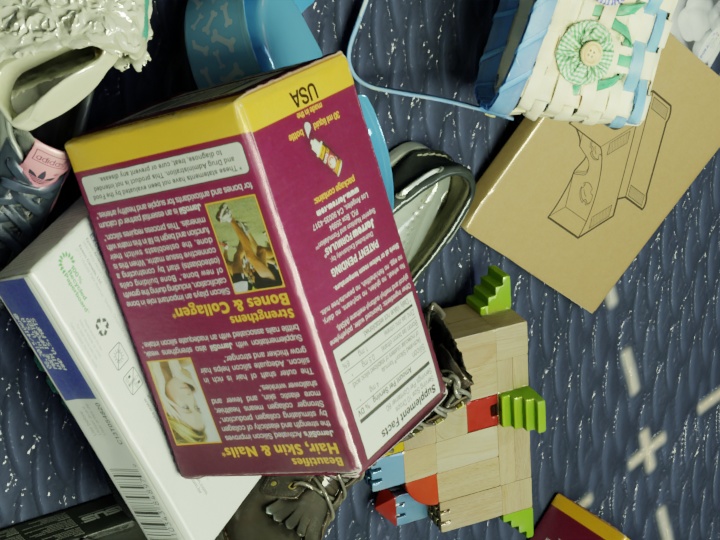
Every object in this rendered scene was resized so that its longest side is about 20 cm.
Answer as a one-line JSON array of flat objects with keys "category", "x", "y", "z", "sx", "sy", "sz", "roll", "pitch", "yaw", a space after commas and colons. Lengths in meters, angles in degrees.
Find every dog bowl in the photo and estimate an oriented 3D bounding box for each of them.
[{"category": "dog bowl", "x": -0.042, "y": -0.098, "z": 0.858, "sx": 0.201, "sy": 0.049, "sz": 0.112, "roll": 59, "pitch": 29, "yaw": -34}]

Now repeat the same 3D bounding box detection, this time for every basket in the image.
[{"category": "basket", "x": 0.104, "y": -0.185, "z": 0.913, "sx": 0.198, "sy": 0.139, "sz": 0.178, "roll": 15, "pitch": 101, "yaw": -2}]

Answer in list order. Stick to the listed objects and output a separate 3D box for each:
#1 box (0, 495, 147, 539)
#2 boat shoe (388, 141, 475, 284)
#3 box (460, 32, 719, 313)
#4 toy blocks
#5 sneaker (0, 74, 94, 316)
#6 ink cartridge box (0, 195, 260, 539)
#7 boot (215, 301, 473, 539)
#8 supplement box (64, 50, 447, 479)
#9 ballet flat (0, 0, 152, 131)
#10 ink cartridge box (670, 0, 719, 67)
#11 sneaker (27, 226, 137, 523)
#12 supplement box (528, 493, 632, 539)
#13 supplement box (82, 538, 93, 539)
[{"category": "box", "x": -0.221, "y": 0.259, "z": 0.896, "sx": 0.199, "sy": 0.047, "sz": 0.195, "roll": -13, "pitch": 115, "yaw": -32}, {"category": "boat shoe", "x": 0.000, "y": 0.000, "z": 0.946, "sx": 0.076, "sy": 0.060, "sz": 0.201, "roll": 38, "pitch": 84, "yaw": -38}, {"category": "box", "x": 0.179, "y": -0.081, "z": 1.043, "sx": 0.163, "sy": 0.021, "sz": 0.201, "roll": 29, "pitch": 101, "yaw": -38}, {"category": "toy blocks", "x": 0.050, "y": 0.111, "z": 1.015, "sx": 0.135, "sy": 0.100, "sz": 0.202, "roll": -13, "pitch": 114, "yaw": -18}, {"category": "sneaker", "x": -0.194, "y": -0.051, "z": 0.776, "sx": 0.070, "sy": 0.082, "sz": 0.202, "roll": 8, "pitch": 103, "yaw": -39}, {"category": "ink cartridge box", "x": -0.099, "y": 0.029, "z": 0.834, "sx": 0.200, "sy": 0.040, "sz": 0.201, "roll": -50, "pitch": 122, "yaw": -44}, {"category": "boot", "x": -0.005, "y": 0.111, "z": 0.881, "sx": 0.173, "sy": 0.201, "sz": 0.069, "roll": -34, "pitch": 117, "yaw": 18}, {"category": "supplement box", "x": -0.053, "y": 0.001, "z": 0.759, "sx": 0.103, "sy": 0.130, "sz": 0.202, "roll": -33, "pitch": 111, "yaw": -51}, {"category": "ballet flat", "x": -0.190, "y": -0.095, "z": 0.707, "sx": 0.199, "sy": 0.072, "sz": 0.072, "roll": -22, "pitch": 127, "yaw": 17}, {"category": "ink cartridge box", "x": 0.233, "y": -0.271, "z": 1.021, "sx": 0.199, "sy": 0.043, "sz": 0.199, "roll": 31, "pitch": 89, "yaw": -38}, {"category": "sneaker", "x": -0.144, "y": 0.056, "z": 0.879, "sx": 0.088, "sy": 0.074, "sz": 0.202, "roll": -50, "pitch": 125, "yaw": -60}, {"category": "supplement box", "x": 0.164, "y": 0.302, "z": 1.158, "sx": 0.110, "sy": 0.085, "sz": 0.201, "roll": 36, "pitch": 85, "yaw": -39}, {"category": "supplement box", "x": -0.119, "y": 0.248, "z": 0.811, "sx": 0.061, "sy": 0.199, "sz": 0.110, "roll": 25, "pitch": 90, "yaw": -39}]
